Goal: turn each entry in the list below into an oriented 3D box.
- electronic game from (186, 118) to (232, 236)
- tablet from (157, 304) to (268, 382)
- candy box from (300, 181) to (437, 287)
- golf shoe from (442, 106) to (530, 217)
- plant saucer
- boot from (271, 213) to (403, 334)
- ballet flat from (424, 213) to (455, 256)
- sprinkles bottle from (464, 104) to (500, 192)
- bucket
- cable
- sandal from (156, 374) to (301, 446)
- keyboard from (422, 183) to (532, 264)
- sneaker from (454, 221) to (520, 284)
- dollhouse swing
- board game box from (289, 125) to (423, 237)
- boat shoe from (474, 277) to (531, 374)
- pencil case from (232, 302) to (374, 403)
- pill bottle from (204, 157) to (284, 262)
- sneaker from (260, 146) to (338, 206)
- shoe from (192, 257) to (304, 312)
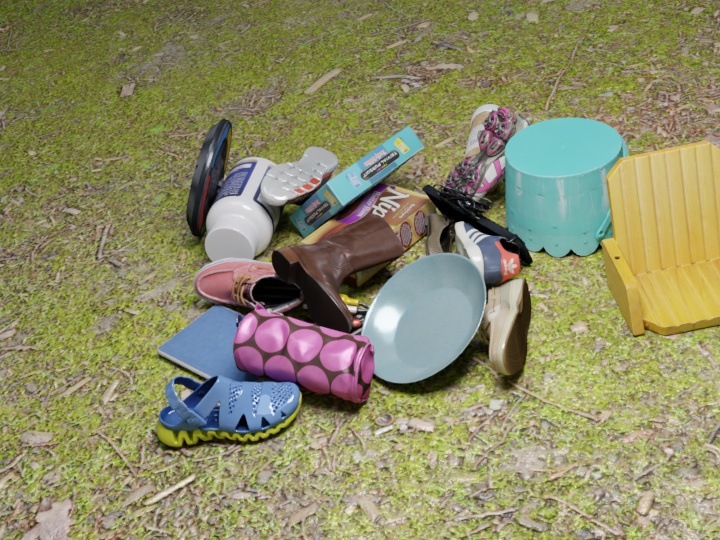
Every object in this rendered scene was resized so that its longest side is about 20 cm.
[{"bbox_3d":[-0.249,-0.155,1.850,0.041,0.201,0.201,15,36,-1],"label":"electronic game"},{"bbox_3d":[-0.188,0.113,1.594,0.199,0.014,0.130,19,45,40],"label":"tablet"},{"bbox_3d":[0.017,-0.060,1.745,0.116,0.057,0.200,20,46,40],"label":"candy box"},{"bbox_3d":[0.204,-0.157,1.759,0.092,0.201,0.073,21,22,-38],"label":"golf shoe"},{"bbox_3d":[0.091,0.071,1.499,0.200,0.039,0.203,-24,44,25],"label":"plant saucer"},{"bbox_3d":[0.000,0.000,1.584,0.199,0.065,0.187,-18,52,-34],"label":"boot"},{"bbox_3d":[0.124,-0.031,1.663,0.046,0.068,0.201,-11,27,8],"label":"ballet flat"},{"bbox_3d":[0.213,-0.209,1.890,0.067,0.069,0.201,-2,35,14],"label":"sprinkles bottle"},{"bbox_3d":[0.313,-0.132,1.683,0.205,0.136,0.208,-8,35,5],"label":"bucket"},{"bbox_3d":[0.018,0.062,1.569,0.198,0.051,0.098,-8,39,7],"label":"cable"},{"bbox_3d":[-0.175,0.173,1.437,0.198,0.088,0.080,-10,31,1],"label":"sandal"},{"bbox_3d":[0.179,-0.084,1.664,0.199,0.104,0.040,33,82,37],"label":"keyboard"},{"bbox_3d":[0.185,-0.024,1.605,0.083,0.076,0.200,-5,18,-2],"label":"sneaker"},{"bbox_3d":[0.437,-0.047,1.483,0.198,0.177,0.182,-10,33,1],"label":"dollhouse swing"},{"bbox_3d":[-0.006,-0.144,1.811,0.200,0.047,0.151,-38,2,-33],"label":"board game box"},{"bbox_3d":[0.187,0.076,1.481,0.064,0.073,0.201,-7,28,18],"label":"boat shoe"},{"bbox_3d":[-0.073,0.110,1.475,0.198,0.091,0.094,15,66,21],"label":"pencil case"},{"bbox_3d":[-0.189,-0.090,1.805,0.110,0.112,0.201,-3,34,14],"label":"pill bottle"},{"bbox_3d":[-0.099,-0.132,1.800,0.077,0.082,0.200,32,35,15],"label":"sneaker"},{"bbox_3d":[-0.165,0.023,1.644,0.198,0.072,0.091,1,9,11],"label":"shoe"}]
